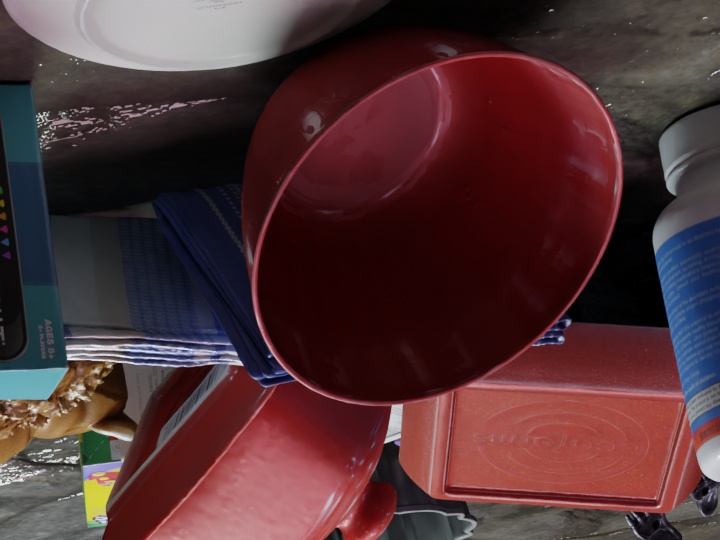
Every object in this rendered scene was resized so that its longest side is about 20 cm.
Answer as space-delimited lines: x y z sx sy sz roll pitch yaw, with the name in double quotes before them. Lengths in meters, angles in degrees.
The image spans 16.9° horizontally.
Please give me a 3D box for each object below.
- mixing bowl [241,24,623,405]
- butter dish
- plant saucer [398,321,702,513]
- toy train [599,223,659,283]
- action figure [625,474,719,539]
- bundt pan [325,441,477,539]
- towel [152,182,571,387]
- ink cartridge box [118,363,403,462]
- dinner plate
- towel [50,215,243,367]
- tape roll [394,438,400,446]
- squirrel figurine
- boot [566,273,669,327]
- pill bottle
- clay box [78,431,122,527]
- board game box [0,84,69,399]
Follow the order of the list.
"mixing bowl" 0.017 -0.045 1.197 0.199 0.108 0.201 -16 130 -20
"butter dish" -0.044 0.107 1.416 0.148 0.200 0.200 37 118 -11
"plant saucer" 0.124 0.097 1.498 0.198 0.037 0.200 4 149 1
"toy train" 0.229 -0.033 1.500 0.046 0.034 0.200 3 157 -41
"action figure" 0.195 0.136 1.857 0.119 0.102 0.200 -34 -154 -12
"bundt pan" -0.010 0.185 1.928 0.201 0.076 0.202 -8 160 -3
"towel" 0.000 0.000 1.302 0.199 0.145 0.024 -6 134 -33
"ink cartridge box" -0.044 0.071 1.582 0.199 0.085 0.146 -20 158 27
"dinner plate" -0.064 -0.130 1.106 0.199 0.024 0.200 -9 159 -3
"towel" -0.087 0.013 1.317 0.199 0.147 0.024 3 118 -12
"tape roll" 0.127 0.112 1.693 0.199 0.066 0.200 12 173 2
"squirrel figurine" -0.205 0.065 1.422 0.186 0.142 0.200 -2 163 -39
"boot" 0.201 0.025 1.482 0.157 0.080 0.211 19 146 -25
"pill bottle" 0.227 0.011 1.370 0.112 0.201 0.112 -9 161 -3
"clay box" -0.151 0.146 1.795 0.114 0.048 0.200 -7 160 -7
"board game box" -0.248 -0.013 1.150 0.199 0.152 0.047 -2 159 -23
